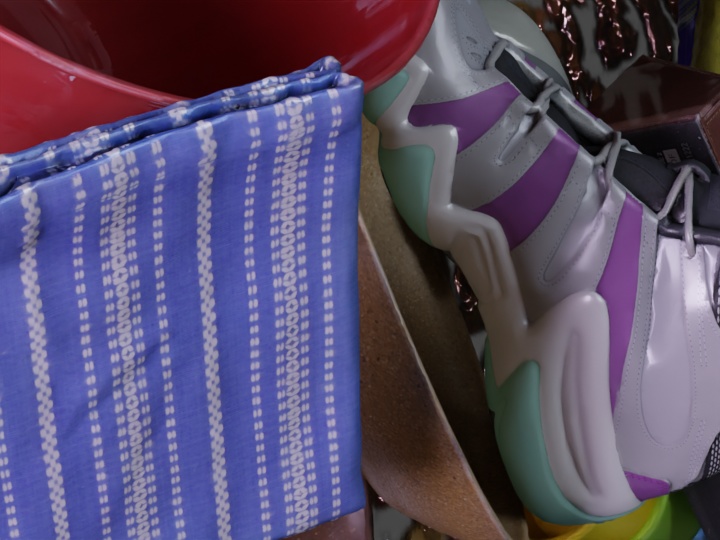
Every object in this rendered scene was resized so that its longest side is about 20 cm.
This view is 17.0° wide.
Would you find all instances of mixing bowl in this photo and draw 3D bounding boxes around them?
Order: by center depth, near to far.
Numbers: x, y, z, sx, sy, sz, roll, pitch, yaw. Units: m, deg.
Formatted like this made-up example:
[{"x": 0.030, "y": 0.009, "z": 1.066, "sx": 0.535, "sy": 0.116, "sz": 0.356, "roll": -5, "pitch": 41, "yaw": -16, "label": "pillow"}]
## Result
[{"x": -0.089, "y": -0.087, "z": 0.631, "sx": 0.200, "sy": 0.108, "sz": 0.200, "roll": 22, "pitch": 42, "yaw": -22, "label": "mixing bowl"}]

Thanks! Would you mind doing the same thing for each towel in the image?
[{"x": -0.086, "y": 0.038, "z": 0.553, "sx": 0.200, "sy": 0.024, "sz": 0.145, "roll": -19, "pitch": 133, "yaw": -22, "label": "towel"}, {"x": 0.136, "y": -0.093, "z": 0.972, "sx": 0.144, "sy": 0.023, "sz": 0.200, "roll": 82, "pitch": 14, "yaw": -62, "label": "towel"}]

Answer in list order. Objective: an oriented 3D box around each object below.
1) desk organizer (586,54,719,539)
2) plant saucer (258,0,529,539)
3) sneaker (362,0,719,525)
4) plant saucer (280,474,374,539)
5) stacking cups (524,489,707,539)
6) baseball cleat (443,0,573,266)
[{"x": 0.143, "y": 0.021, "z": 0.842, "sx": 0.077, "sy": 0.072, "sz": 0.200, "roll": -43, "pitch": 114, "yaw": -42, "label": "desk organizer"}, {"x": 0.000, "y": 0.000, "z": 0.747, "sx": 0.200, "sy": 0.035, "sz": 0.200, "roll": -22, "pitch": 90, "yaw": -83, "label": "plant saucer"}, {"x": 0.089, "y": -0.026, "z": 0.744, "sx": 0.078, "sy": 0.140, "sz": 0.200, "roll": -65, "pitch": 135, "yaw": -62, "label": "sneaker"}, {"x": -0.071, "y": 0.066, "z": 0.684, "sx": 0.200, "sy": 0.037, "sz": 0.201, "roll": 23, "pitch": 60, "yaw": -46, "label": "plant saucer"}, {"x": 0.124, "y": 0.086, "z": 0.911, "sx": 0.200, "sy": 0.060, "sz": 0.061, "roll": 16, "pitch": 65, "yaw": -49, "label": "stacking cups"}, {"x": 0.074, "y": -0.003, "z": 0.873, "sx": 0.200, "sy": 0.070, "sz": 0.106, "roll": 51, "pitch": 33, "yaw": -13, "label": "baseball cleat"}]
